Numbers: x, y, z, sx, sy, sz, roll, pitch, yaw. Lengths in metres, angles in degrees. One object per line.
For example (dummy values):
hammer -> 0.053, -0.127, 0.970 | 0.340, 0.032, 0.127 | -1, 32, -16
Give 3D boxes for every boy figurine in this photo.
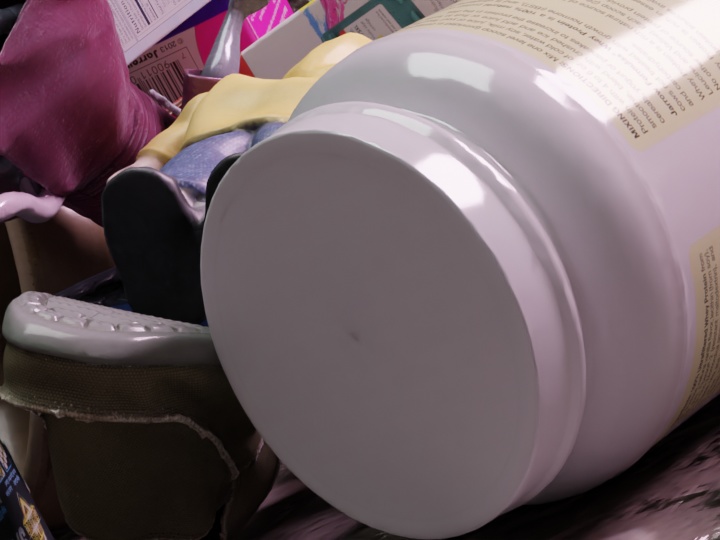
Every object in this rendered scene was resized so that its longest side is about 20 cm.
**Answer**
boy figurine -> -0.029, -0.039, 0.770 | 0.124, 0.065, 0.200 | -8, 14, 17

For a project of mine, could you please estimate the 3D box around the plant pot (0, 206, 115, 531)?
plant pot -> -0.108, 0.013, 0.986 | 0.174, 0.201, 0.200 | -7, -3, -28

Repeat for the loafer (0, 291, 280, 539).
loafer -> -0.065, 0.057, 0.691 | 0.075, 0.070, 0.200 | 11, -11, 16

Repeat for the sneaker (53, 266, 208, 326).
sneaker -> -0.025, 0.028, 0.790 | 0.199, 0.079, 0.066 | -7, 17, 12

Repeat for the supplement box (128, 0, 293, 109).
supplement box -> -0.059, -0.056, 1.118 | 0.101, 0.201, 0.103 | -23, 19, 14

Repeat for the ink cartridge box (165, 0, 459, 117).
ink cartridge box -> 0.011, -0.096, 0.967 | 0.200, 0.067, 0.116 | -34, -4, 20

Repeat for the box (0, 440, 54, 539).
box -> -0.176, 0.069, 0.780 | 0.046, 0.159, 0.200 | -27, 7, 2

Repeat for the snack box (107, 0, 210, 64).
snack box -> -0.157, -0.129, 1.049 | 0.200, 0.053, 0.142 | -6, 29, 47

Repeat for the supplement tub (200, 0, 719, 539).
supplement tub -> 0.063, -0.018, 0.647 | 0.145, 0.146, 0.200 | -18, 9, 47

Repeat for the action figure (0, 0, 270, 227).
action figure -> -0.100, -0.051, 0.819 | 0.134, 0.150, 0.200 | -22, -27, 26
